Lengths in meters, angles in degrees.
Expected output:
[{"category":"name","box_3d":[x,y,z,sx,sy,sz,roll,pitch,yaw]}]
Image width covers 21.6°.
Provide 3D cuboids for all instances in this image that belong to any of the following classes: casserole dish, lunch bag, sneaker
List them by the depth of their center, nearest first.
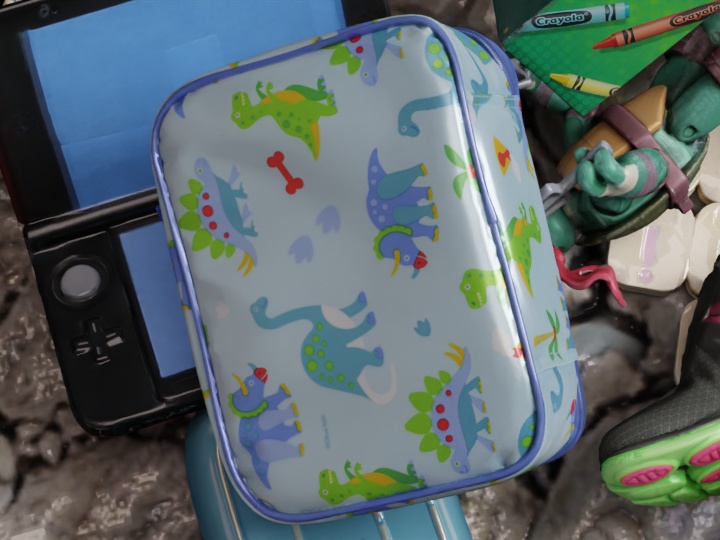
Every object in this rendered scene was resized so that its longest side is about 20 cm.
[{"category":"lunch bag","box_3d":[0.000,0.000,0.801,0.160,0.082,0.201,-16,86,22]},{"category":"casserole dish","box_3d":[-0.009,0.125,0.869,0.120,0.039,0.201,-18,76,-6]},{"category":"sneaker","box_3d":[0.183,0.036,0.876,0.200,0.077,0.084,-37,62,-15]}]

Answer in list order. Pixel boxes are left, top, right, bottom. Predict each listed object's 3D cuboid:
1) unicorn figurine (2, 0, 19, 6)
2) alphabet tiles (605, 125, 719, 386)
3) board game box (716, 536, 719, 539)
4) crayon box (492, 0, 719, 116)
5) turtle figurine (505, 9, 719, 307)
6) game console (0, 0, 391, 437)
[{"category":"unicorn figurine","box_3d":[-0.096,-0.162,0.926,0.199,0.074,0.138,10,85,-5]},{"category":"alphabet tiles","box_3d":[0.224,-0.024,0.930,0.199,0.015,0.197,9,74,1]},{"category":"board game box","box_3d":[0.255,0.159,0.825,0.199,0.127,0.035,33,40,8]},{"category":"crayon box","box_3d":[0.116,-0.175,0.862,0.058,0.119,0.201,37,29,-27]},{"category":"turtle figurine","box_3d":[0.121,-0.068,0.887,0.200,0.101,0.150,-40,36,-1]},{"category":"game console","box_3d":[-0.062,-0.044,0.868,0.199,0.119,0.173,-17,57,-6]}]
